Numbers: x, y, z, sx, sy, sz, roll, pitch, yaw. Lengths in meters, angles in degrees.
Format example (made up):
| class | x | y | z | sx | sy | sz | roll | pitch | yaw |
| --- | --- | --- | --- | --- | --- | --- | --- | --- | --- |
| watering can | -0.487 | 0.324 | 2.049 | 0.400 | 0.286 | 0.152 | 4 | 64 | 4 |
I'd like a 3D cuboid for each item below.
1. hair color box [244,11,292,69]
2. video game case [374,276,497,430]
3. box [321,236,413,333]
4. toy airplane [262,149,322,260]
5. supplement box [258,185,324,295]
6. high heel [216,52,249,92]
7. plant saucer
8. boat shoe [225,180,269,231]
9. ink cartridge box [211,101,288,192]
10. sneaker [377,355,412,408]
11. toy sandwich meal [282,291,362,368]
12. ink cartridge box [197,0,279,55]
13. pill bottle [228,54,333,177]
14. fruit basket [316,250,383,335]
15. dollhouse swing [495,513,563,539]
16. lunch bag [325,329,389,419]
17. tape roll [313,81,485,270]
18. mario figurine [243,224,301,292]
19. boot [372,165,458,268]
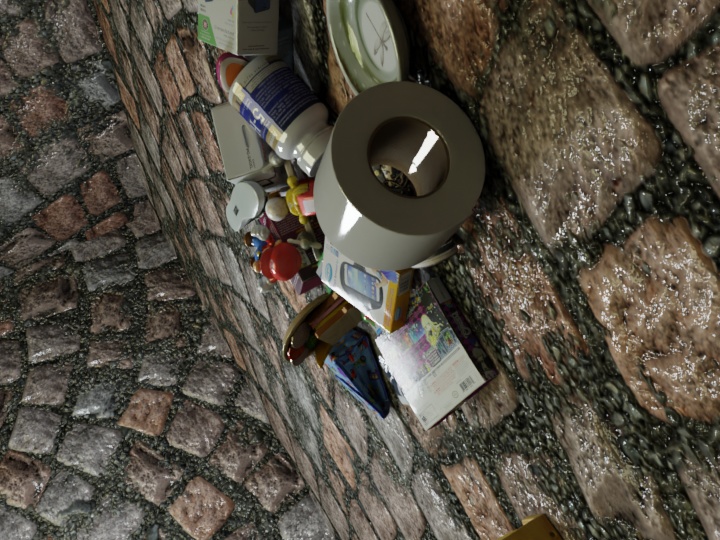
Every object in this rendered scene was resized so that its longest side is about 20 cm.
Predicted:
| class | x | y | z | sx | sy | sz | roll | pitch | yaw |
| --- | --- | --- | --- | --- | --- | --- | --- | --- | --- |
| hair color box | -0.173 | -0.392 | 1.529 | 0.100 | 0.060 | 0.202 | 55 | 158 | 27 |
| video game case | 0.116 | 0.139 | 1.339 | 0.183 | 0.035 | 0.201 | 59 | 142 | 18 |
| box | 0.000 | 0.000 | 1.357 | 0.199 | 0.041 | 0.121 | 34 | 133 | 32 |
| toy airplane | -0.123 | -0.141 | 1.572 | 0.202 | 0.139 | 0.200 | 57 | 160 | 23 |
| supplement box | -0.123 | -0.069 | 1.708 | 0.203 | 0.109 | 0.086 | 62 | 161 | 12 |
| high heel | -0.231 | -0.367 | 1.458 | 0.097 | 0.067 | 0.200 | 53 | -171 | 7 |
| plant saucer | 0.020 | -0.314 | 1.116 | 0.201 | 0.049 | 0.202 | 52 | 157 | 33 |
| boat shoe | -0.215 | -0.137 | 1.627 | 0.072 | 0.063 | 0.199 | 62 | 155 | 0 |
| ink cartridge box | -0.216 | -0.244 | 1.642 | 0.200 | 0.082 | 0.149 | 18 | -122 | -80 |
| sneaker | 0.092 | 0.185 | 1.496 | 0.110 | 0.069 | 0.200 | 63 | 164 | 2 |
| toy sandwich meal | -0.072 | 0.123 | 1.683 | 0.070 | 0.204 | 0.207 | 41 | 153 | 23 |
| ink cartridge box | -0.204 | -0.476 | 1.372 | 0.144 | 0.086 | 0.204 | 32 | 124 | 44 |
| pill bottle | -0.124 | -0.266 | 1.428 | 0.200 | 0.119 | 0.120 | 46 | 158 | 8 |
| fruit basket | -0.001 | 0.036 | 1.534 | 0.202 | 0.093 | 0.185 | 59 | 160 | 9 |
| dollhouse swing | 0.229 | 0.511 | 1.314 | 0.183 | 0.197 | 0.178 | 53 | 157 | 31 |
| lunch bag | -0.004 | 0.233 | 1.823 | 0.202 | 0.093 | 0.150 | 59 | 163 | -20 |
| tape roll | 0.045 | -0.117 | 1.054 | 0.206 | 0.200 | 0.139 | 62 | 160 | 9 |
| mario figurine | -0.194 | -0.024 | 1.619 | 0.123 | 0.107 | 0.199 | 39 | 173 | -23 |
| boot | 0.067 | -0.094 | 1.224 | 0.200 | 0.072 | 0.153 | 38 | 150 | 66 |
